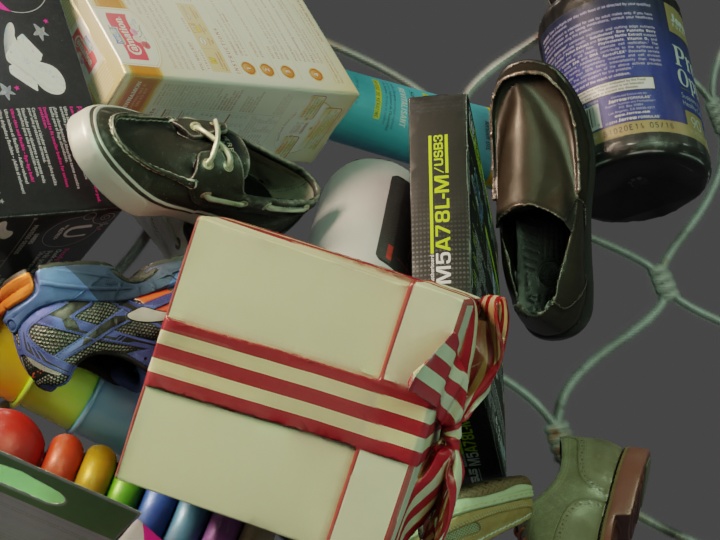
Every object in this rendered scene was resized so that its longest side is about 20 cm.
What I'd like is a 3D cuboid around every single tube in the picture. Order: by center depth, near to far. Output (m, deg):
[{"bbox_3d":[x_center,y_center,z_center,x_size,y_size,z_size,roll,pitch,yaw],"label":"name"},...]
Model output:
[{"bbox_3d":[0.058,-0.099,1.823,0.199,0.050,0.078,14,64,-27],"label":"tube"}]

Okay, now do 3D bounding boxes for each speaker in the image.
[{"bbox_3d":[0.000,0.000,1.656,0.081,0.081,0.200,31,24,-8],"label":"speaker"}]

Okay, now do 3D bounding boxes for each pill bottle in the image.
[{"bbox_3d":[0.193,-0.147,1.876,0.111,0.112,0.201,6,60,-24],"label":"pill bottle"}]

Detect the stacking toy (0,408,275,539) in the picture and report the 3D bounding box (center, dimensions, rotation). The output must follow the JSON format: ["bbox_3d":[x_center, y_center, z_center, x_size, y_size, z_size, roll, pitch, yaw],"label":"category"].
[{"bbox_3d":[-0.153,0.140,1.550,0.199,0.085,0.086,26,53,-6],"label":"stacking toy"}]

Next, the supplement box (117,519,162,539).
[{"bbox_3d":[-0.163,0.259,1.458,0.101,0.103,0.200,39,50,-1],"label":"supplement box"}]

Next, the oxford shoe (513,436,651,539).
[{"bbox_3d":[0.134,0.199,1.685,0.074,0.071,0.201,16,53,14],"label":"oxford shoe"}]

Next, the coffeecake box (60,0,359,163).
[{"bbox_3d":[-0.123,-0.155,1.692,0.199,0.073,0.154,2,47,-42],"label":"coffeecake box"}]

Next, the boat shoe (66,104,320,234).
[{"bbox_3d":[-0.102,-0.069,1.579,0.200,0.063,0.071,20,47,-52],"label":"boat shoe"}]

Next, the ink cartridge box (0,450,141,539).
[{"bbox_3d":[-0.214,0.128,1.444,0.145,0.200,0.048,25,56,-12],"label":"ink cartridge box"}]

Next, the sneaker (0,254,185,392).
[{"bbox_3d":[-0.133,0.038,1.566,0.199,0.075,0.079,-4,76,-30],"label":"sneaker"}]

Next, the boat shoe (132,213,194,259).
[{"bbox_3d":[-0.105,-0.038,1.681,0.070,0.069,0.201,-14,70,-34],"label":"boat shoe"}]

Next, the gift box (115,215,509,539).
[{"bbox_3d":[-0.024,0.079,1.448,0.186,0.200,0.186,18,97,5],"label":"gift box"}]

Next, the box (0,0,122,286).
[{"bbox_3d":[-0.247,-0.093,1.600,0.114,0.132,0.201,-5,65,-33],"label":"box"}]

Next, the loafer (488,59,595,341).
[{"bbox_3d":[0.129,-0.052,1.769,0.071,0.072,0.202,10,71,-73],"label":"loafer"}]

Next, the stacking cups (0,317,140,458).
[{"bbox_3d":[-0.158,0.089,1.595,0.199,0.060,0.061,30,52,-16],"label":"stacking cups"}]

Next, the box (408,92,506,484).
[{"bbox_3d":[0.065,0.016,1.665,0.047,0.200,0.194,-6,60,6],"label":"box"}]

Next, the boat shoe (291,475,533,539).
[{"bbox_3d":[0.032,0.190,1.631,0.199,0.072,0.077,-16,85,-26],"label":"boat shoe"}]
